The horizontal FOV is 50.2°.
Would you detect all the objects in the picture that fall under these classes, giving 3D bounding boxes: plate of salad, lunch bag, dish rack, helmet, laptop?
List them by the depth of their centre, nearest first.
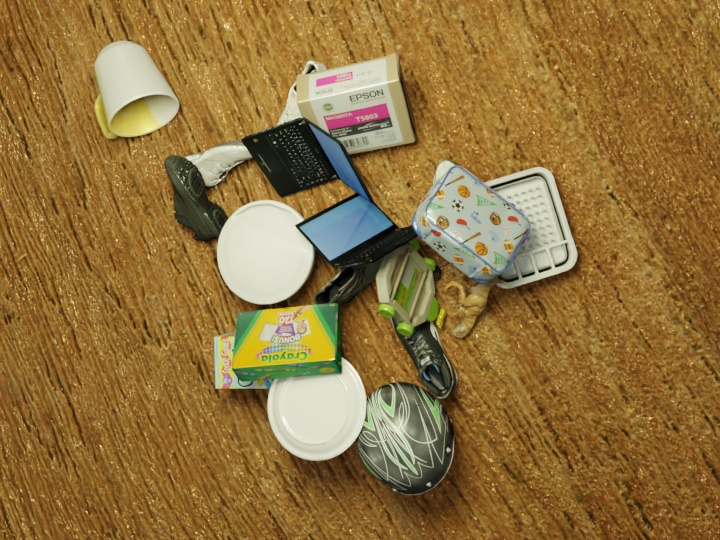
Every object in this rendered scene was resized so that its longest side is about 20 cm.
[{"bbox_3d":[0.202,-0.082,1.368,0.199,0.076,0.161,37,60,-5],"label":"lunch bag"},{"bbox_3d":[0.011,-0.086,1.424,0.176,0.199,0.104,-31,102,-31],"label":"laptop"},{"bbox_3d":[-0.080,0.251,1.438,0.197,0.048,0.203,-4,79,19],"label":"plate of salad"},{"bbox_3d":[0.082,0.310,1.441,0.197,0.191,0.203,0,91,12],"label":"helmet"},{"bbox_3d":[0.302,-0.079,1.448,0.169,0.044,0.203,-16,88,-4],"label":"dish rack"},{"bbox_3d":[-0.098,-0.188,1.450,0.198,0.178,0.104,-16,52,13],"label":"laptop"}]

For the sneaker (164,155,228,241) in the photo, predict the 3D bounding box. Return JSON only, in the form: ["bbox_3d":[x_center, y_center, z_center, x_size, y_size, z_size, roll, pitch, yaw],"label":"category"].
[{"bbox_3d":[-0.345,-0.136,1.543,0.090,0.076,0.201,-13,121,23],"label":"sneaker"}]

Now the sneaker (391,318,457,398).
[{"bbox_3d":[0.121,0.149,1.470,0.073,0.112,0.201,-34,85,9],"label":"sneaker"}]

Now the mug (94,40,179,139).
[{"bbox_3d":[-0.483,-0.369,1.566,0.185,0.149,0.155,-27,78,4],"label":"mug"}]

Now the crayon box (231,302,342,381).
[{"bbox_3d":[-0.134,0.134,1.432,0.197,0.058,0.120,-6,56,10],"label":"crayon box"}]

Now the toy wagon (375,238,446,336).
[{"bbox_3d":[0.098,0.043,1.445,0.039,0.200,0.157,1,57,38],"label":"toy wagon"}]

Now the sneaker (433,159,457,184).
[{"bbox_3d":[0.177,-0.122,1.454,0.076,0.085,0.203,-11,74,11],"label":"sneaker"}]

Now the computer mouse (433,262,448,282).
[{"bbox_3d":[0.179,-0.022,1.494,0.198,0.034,0.059,-25,87,11],"label":"computer mouse"}]

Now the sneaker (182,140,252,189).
[{"bbox_3d":[-0.294,-0.211,1.575,0.198,0.075,0.083,-14,104,16],"label":"sneaker"}]

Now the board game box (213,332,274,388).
[{"bbox_3d":[-0.180,0.177,1.535,0.197,0.105,0.105,-2,91,10],"label":"board game box"}]

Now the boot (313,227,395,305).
[{"bbox_3d":[0.000,0.000,1.480,0.068,0.131,0.200,44,99,7],"label":"boot"}]

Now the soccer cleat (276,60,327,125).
[{"bbox_3d":[-0.123,-0.320,1.520,0.068,0.085,0.202,28,96,9],"label":"soccer cleat"}]

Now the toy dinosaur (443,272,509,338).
[{"bbox_3d":[0.221,0.045,1.455,0.106,0.060,0.201,48,141,22],"label":"toy dinosaur"}]

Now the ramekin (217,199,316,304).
[{"bbox_3d":[-0.177,-0.036,1.534,0.199,0.094,0.205,0,92,12],"label":"ramekin"}]

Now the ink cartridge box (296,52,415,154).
[{"bbox_3d":[-0.006,-0.304,1.454,0.197,0.165,0.076,-9,55,12],"label":"ink cartridge box"}]
